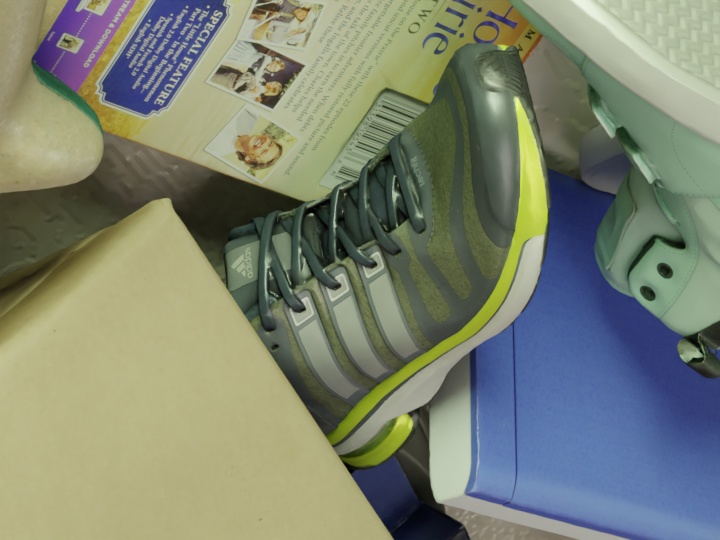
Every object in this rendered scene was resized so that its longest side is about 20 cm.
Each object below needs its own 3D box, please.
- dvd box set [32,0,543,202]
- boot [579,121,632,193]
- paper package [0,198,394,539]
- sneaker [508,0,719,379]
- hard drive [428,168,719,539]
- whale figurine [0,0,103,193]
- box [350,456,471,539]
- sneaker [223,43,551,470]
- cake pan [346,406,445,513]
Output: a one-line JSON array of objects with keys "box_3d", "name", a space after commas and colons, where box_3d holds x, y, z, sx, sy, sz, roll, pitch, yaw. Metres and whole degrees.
[{"box_3d": [-0.026, -0.099, 0.716, 0.200, 0.029, 0.146, 17, 118, -38], "name": "dvd box set"}, {"box_3d": [0.166, -0.092, 0.803, 0.200, 0.096, 0.073, -14, 160, 29], "name": "boot"}, {"box_3d": [-0.088, 0.112, 0.706, 0.191, 0.103, 0.200, -43, 105, -41], "name": "paper package"}, {"box_3d": [0.091, -0.041, 0.744, 0.200, 0.074, 0.118, 36, 136, -15], "name": "sneaker"}, {"box_3d": [0.105, 0.040, 0.848, 0.200, 0.132, 0.025, 18, 152, -39], "name": "hard drive"}, {"box_3d": [-0.130, -0.099, 0.611, 0.159, 0.104, 0.200, -13, 142, 5], "name": "whale figurine"}, {"box_3d": [0.015, 0.177, 0.875, 0.121, 0.032, 0.200, -42, 125, -18], "name": "box"}, {"box_3d": [0.000, 0.000, 0.744, 0.081, 0.074, 0.200, 7, 139, -23], "name": "sneaker"}, {"box_3d": [-0.051, 0.116, 0.886, 0.200, 0.037, 0.201, -16, 134, -17], "name": "cake pan"}]
